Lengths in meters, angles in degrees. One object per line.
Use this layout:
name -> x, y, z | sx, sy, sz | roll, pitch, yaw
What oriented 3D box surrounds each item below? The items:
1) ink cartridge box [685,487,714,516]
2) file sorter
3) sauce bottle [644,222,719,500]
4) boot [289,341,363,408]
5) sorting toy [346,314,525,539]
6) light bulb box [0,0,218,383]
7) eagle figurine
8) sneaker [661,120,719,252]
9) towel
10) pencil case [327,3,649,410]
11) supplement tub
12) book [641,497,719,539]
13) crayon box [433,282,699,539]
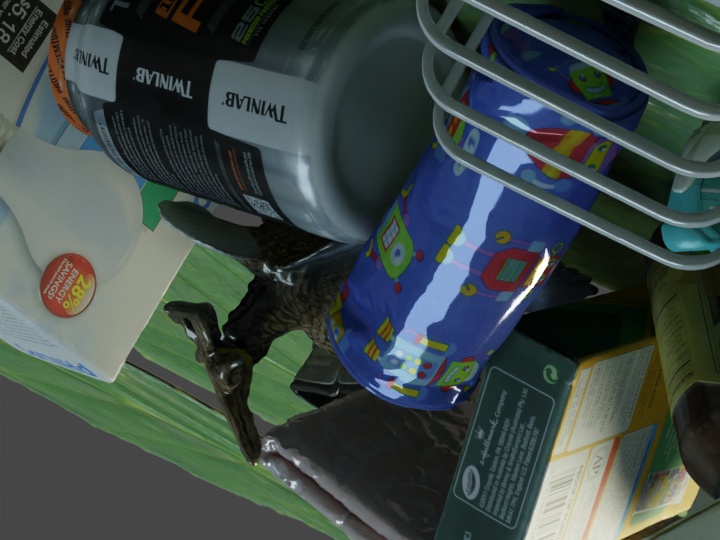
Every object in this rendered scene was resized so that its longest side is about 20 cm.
ink cartridge box -> 0.280, 0.129, 1.004 | 0.199, 0.147, 0.083 | 19, 160, 36
file sorter -> 0.096, -0.102, 0.662 | 0.138, 0.125, 0.200 | 27, 165, 13
sauce bottle -> 0.174, 0.059, 0.912 | 0.064, 0.201, 0.065 | -2, 136, -2
boot -> -0.013, 0.026, 1.259 | 0.068, 0.131, 0.199 | 39, 163, -31
sorting toy -> 0.081, 0.125, 1.304 | 0.199, 0.181, 0.107 | 27, 165, 10
light bulb box -> -0.190, -0.074, 1.148 | 0.200, 0.199, 0.124 | 40, 164, -35
eagle figurine -> 0.002, 0.004, 1.039 | 0.152, 0.199, 0.151 | 58, 177, 21
sneaker -> 0.206, 0.009, 0.892 | 0.199, 0.080, 0.077 | 37, 163, -25
towel -> 0.068, 0.120, 1.074 | 0.190, 0.032, 0.199 | 36, -153, 22
pencil case -> 0.053, -0.030, 0.874 | 0.077, 0.201, 0.087 | 0, -134, -32
supplement tub -> -0.056, -0.093, 0.982 | 0.199, 0.123, 0.123 | 17, 160, 38
book -> 0.231, 0.102, 0.782 | 0.133, 0.048, 0.200 | 26, 131, -36
crayon box -> 0.124, 0.078, 1.014 | 0.051, 0.127, 0.199 | 27, -158, 31
